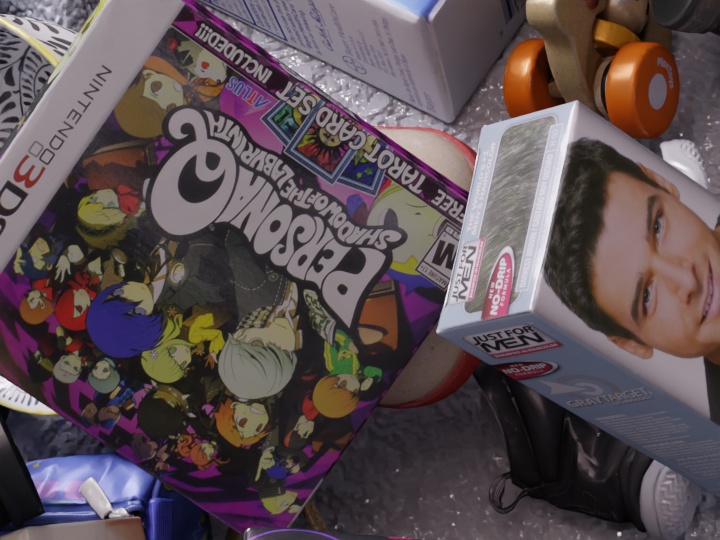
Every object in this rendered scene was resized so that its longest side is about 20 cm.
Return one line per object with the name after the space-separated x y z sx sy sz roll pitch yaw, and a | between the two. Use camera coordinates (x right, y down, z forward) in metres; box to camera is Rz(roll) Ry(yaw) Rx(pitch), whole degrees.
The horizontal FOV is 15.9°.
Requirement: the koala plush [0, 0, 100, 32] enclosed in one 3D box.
-0.236 -0.097 1.332 0.200 0.178 0.184 -40 71 -13 | koala plush

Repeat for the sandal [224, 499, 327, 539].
-0.036 0.173 1.212 0.069 0.078 0.213 20 73 -11 | sandal

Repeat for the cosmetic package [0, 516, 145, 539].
-0.135 0.219 1.137 0.103 0.087 0.201 -19 78 32 | cosmetic package

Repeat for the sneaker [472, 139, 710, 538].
0.111 0.027 1.233 0.113 0.076 0.201 2 66 11 | sneaker

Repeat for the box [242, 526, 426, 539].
0.039 0.187 1.115 0.198 0.106 0.123 6 71 -4 | box

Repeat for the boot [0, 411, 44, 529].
-0.234 0.097 1.141 0.162 0.074 0.198 -24 15 -13 | boot

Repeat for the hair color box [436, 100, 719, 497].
0.130 0.019 1.124 0.060 0.199 0.100 -13 56 47 | hair color box

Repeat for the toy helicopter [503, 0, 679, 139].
0.117 -0.170 1.274 0.078 0.201 0.132 6 40 38 | toy helicopter

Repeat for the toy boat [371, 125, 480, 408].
0.000 0.000 1.250 0.199 0.130 0.132 4 85 38 | toy boat

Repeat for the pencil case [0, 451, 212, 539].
-0.169 0.121 1.247 0.198 0.087 0.079 1 75 15 | pencil case

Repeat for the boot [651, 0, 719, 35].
0.234 -0.176 1.279 0.173 0.069 0.201 14 78 -20 | boot

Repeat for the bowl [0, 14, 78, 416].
-0.145 -0.042 1.228 0.200 0.202 0.094 32 38 26 | bowl

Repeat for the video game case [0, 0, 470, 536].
-0.068 -0.005 1.119 0.199 0.036 0.182 35 99 -11 | video game case

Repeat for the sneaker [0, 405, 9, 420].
-0.267 0.025 1.326 0.199 0.086 0.081 25 100 2 | sneaker

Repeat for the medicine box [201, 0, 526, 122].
0.010 -0.209 1.366 0.199 0.103 0.183 28 72 24 | medicine box
